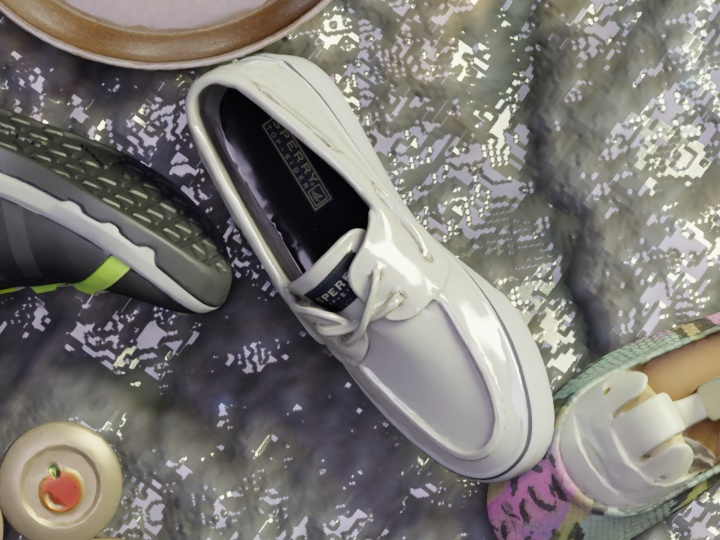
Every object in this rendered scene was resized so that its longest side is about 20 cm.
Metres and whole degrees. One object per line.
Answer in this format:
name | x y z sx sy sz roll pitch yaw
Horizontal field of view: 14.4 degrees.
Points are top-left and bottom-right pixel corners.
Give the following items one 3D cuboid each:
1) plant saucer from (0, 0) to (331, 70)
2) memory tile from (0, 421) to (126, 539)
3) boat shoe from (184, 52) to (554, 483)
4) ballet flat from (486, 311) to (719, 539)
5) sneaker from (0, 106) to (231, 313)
plant saucer | -0.080 -0.179 1.167 0.199 0.034 0.202 0 85 -1
memory tile | -0.169 0.156 1.115 0.199 0.017 0.154 -21 97 -9
boat shoe | 0.000 0.000 1.119 0.072 0.066 0.201 -35 82 26
ballet flat | 0.139 0.050 1.125 0.199 0.071 0.069 -28 86 -3
sneaker | -0.148 -0.018 1.144 0.199 0.072 0.083 25 108 3
